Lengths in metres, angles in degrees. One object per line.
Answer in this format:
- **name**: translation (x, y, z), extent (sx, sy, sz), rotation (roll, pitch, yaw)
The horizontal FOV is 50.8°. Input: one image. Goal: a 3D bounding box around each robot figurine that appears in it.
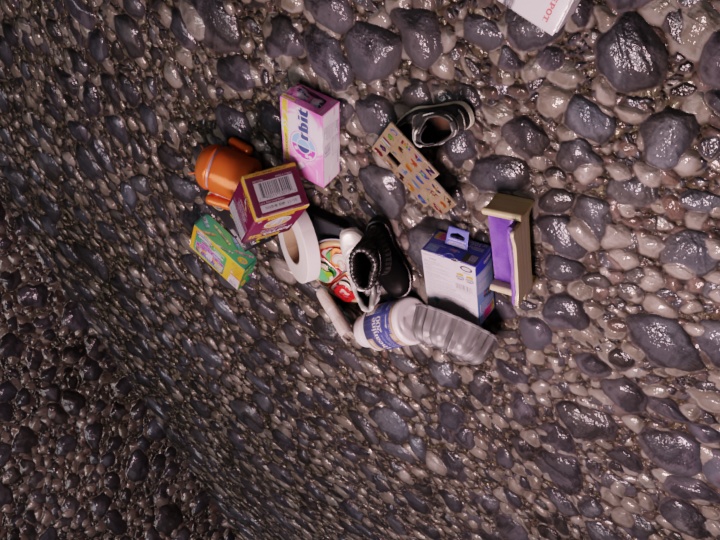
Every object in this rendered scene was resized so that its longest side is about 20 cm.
- **robot figurine**: translation (-0.316, -0.235, 1.837), extent (0.196, 0.117, 0.146), rotation (22, 125, 7)

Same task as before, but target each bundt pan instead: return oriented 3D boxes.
- **bundt pan**: translation (0.198, 0.146, 1.657), extent (0.198, 0.077, 0.202), rotation (23, 174, 2)

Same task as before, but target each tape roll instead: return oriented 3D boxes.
- **tape roll**: translation (-0.152, -0.071, 1.836), extent (0.203, 0.036, 0.206), rotation (51, 151, 44)

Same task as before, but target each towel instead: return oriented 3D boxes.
- **towel**: translation (-0.061, 0.117, 1.916), extent (0.134, 0.034, 0.200), rotation (57, 179, 13)

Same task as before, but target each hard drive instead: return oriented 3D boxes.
- **hard drive**: translation (-0.082, -0.058, 1.863), extent (0.138, 0.033, 0.203), rotation (25, 141, 26)

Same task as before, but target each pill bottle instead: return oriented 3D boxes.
- **pill bottle**: translation (0.068, 0.133, 1.832), extent (0.112, 0.111, 0.199), rotation (53, 146, -13)

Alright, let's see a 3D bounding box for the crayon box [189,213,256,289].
- **crayon box**: translation (-0.395, -0.053, 2.171), extent (0.199, 0.058, 0.119), rotation (42, 145, 6)

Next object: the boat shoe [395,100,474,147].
- **boat shoe**: translation (0.120, -0.264, 1.415), extent (0.198, 0.068, 0.073), rotation (-5, 125, 52)

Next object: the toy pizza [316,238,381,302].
- **toy pizza**: translation (-0.041, 0.008, 1.833), extent (0.196, 0.032, 0.203), rotation (16, 137, 15)

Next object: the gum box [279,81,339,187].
- **gum box**: translation (-0.106, -0.291, 1.618), extent (0.112, 0.066, 0.203), rotation (28, 142, 22)

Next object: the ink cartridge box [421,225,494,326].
- **ink cartridge box**: translation (0.205, 0.005, 1.590), extent (0.134, 0.076, 0.203), rotation (20, 140, 32)

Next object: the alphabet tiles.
- **alphabet tiles**: translation (0.108, -0.193, 1.499), extent (0.200, 0.008, 0.167), rotation (47, 166, -3)

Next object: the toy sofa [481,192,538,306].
- **toy sofa**: translation (0.282, -0.037, 1.451), extent (0.082, 0.098, 0.203), rotation (17, 137, 33)

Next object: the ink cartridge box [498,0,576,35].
- **ink cartridge box**: translation (0.239, -0.458, 1.075), extent (0.199, 0.084, 0.147), rotation (38, 145, 10)

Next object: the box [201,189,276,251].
- **box**: translation (-0.313, -0.156, 1.993), extent (0.159, 0.044, 0.202), rotation (-15, 114, 51)

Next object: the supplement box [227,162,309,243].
- **supplement box**: translation (-0.209, -0.147, 1.695), extent (0.105, 0.128, 0.200), rotation (69, 159, 6)

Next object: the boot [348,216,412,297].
- **boot**: translation (0.043, 0.004, 1.671), extent (0.078, 0.159, 0.214), rotation (-13, 118, 24)

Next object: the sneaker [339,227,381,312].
- **sneaker**: translation (0.000, 0.000, 1.740), extent (0.073, 0.081, 0.204), rotation (-14, 108, 12)
